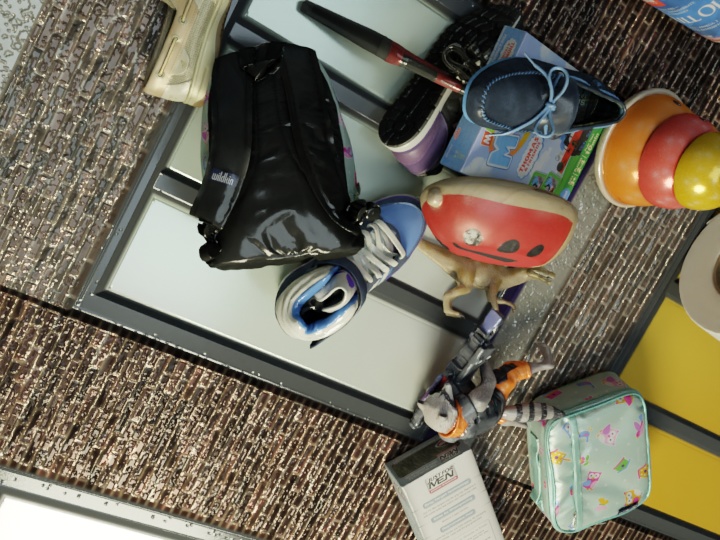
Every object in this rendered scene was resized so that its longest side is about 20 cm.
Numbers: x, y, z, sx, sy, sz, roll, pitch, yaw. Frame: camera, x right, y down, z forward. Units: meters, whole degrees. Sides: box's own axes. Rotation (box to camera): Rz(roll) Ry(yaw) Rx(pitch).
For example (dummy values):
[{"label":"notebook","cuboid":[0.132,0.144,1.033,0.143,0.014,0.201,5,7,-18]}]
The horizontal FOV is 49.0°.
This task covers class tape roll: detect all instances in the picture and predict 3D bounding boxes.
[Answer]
[{"label":"tape roll","cuboid":[0.528,0.020,0.990,0.139,0.203,0.203,31,95,-25]}]

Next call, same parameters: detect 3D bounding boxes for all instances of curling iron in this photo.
[{"label":"curling iron","cuboid":[0.034,-0.227,0.787,0.199,0.026,0.050,21,95,4]}]

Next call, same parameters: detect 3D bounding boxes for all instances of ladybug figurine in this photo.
[{"label":"ladybug figurine","cuboid":[0.147,-0.048,0.844,0.199,0.136,0.072,11,78,-32]}]

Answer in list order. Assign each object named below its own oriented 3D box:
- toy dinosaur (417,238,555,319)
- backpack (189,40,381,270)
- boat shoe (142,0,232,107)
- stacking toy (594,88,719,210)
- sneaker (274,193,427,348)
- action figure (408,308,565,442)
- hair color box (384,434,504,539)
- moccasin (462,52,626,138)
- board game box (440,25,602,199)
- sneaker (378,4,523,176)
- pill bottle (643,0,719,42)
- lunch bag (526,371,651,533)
[{"label":"toy dinosaur","cuboid":[0.123,0.005,0.927,0.199,0.058,0.102,16,84,-11]},{"label":"backpack","cuboid":[-0.083,-0.105,0.737,0.166,0.127,0.201,-7,85,-14]},{"label":"boat shoe","cuboid":[-0.155,-0.254,0.724,0.065,0.072,0.201,9,109,-23]},{"label":"stacking toy","cuboid":[0.378,-0.113,0.885,0.146,0.200,0.147,-14,120,-26]},{"label":"sneaker","cuboid":[0.000,0.000,0.810,0.200,0.146,0.081,-36,104,-1]},{"label":"action figure","cuboid":[0.153,0.139,0.921,0.193,0.105,0.200,-8,139,-35]},{"label":"hair color box","cuboid":[0.115,0.312,1.009,0.099,0.061,0.201,-26,115,-11]},{"label":"moccasin","cuboid":[0.188,-0.171,0.773,0.199,0.068,0.081,-14,123,-35]},{"label":"board game box","cuboid":[0.188,-0.154,0.860,0.200,0.037,0.152,14,105,-45]},{"label":"sneaker","cuboid":[0.107,-0.191,0.851,0.200,0.076,0.088,-49,136,0]},{"label":"pill bottle","cuboid":[0.351,-0.338,0.859,0.199,0.112,0.113,19,100,-23]},{"label":"lunch bag","cuboid":[0.299,0.247,1.046,0.160,0.077,0.201,-17,112,-15]}]
